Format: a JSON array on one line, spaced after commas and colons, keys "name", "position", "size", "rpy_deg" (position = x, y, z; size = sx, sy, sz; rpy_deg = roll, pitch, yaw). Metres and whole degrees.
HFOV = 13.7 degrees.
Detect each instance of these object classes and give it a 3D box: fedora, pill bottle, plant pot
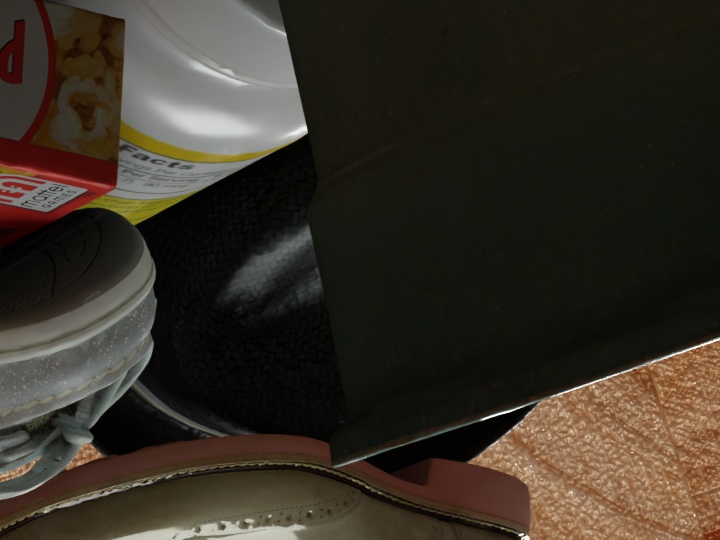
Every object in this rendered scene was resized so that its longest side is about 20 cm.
[{"name": "fedora", "position": [0.000, 0.000, 0.932], "size": [0.199, 0.202, 0.092], "rpy_deg": [-18, -162, -12]}, {"name": "pill bottle", "position": [-0.061, -0.076, 0.803], "size": [0.114, 0.115, 0.200], "rpy_deg": [-16, 175, -35]}, {"name": "plant pot", "position": [0.060, -0.087, 0.567], "size": [0.199, 0.197, 0.200], "rpy_deg": [-18, 177, -1]}]

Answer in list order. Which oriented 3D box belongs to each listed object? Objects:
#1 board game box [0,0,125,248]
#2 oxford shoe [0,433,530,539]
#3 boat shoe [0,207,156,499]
[{"name": "board game box", "position": [-0.179, -0.040, 0.714], "size": [0.199, 0.047, 0.151], "rpy_deg": [12, 161, -30]}, {"name": "oxford shoe", "position": [-0.022, 0.094, 0.895], "size": [0.199, 0.074, 0.071], "rpy_deg": [7, 157, -36]}, {"name": "boat shoe", "position": [-0.101, 0.033, 0.810], "size": [0.074, 0.065, 0.202], "rpy_deg": [-34, -173, -31]}]
